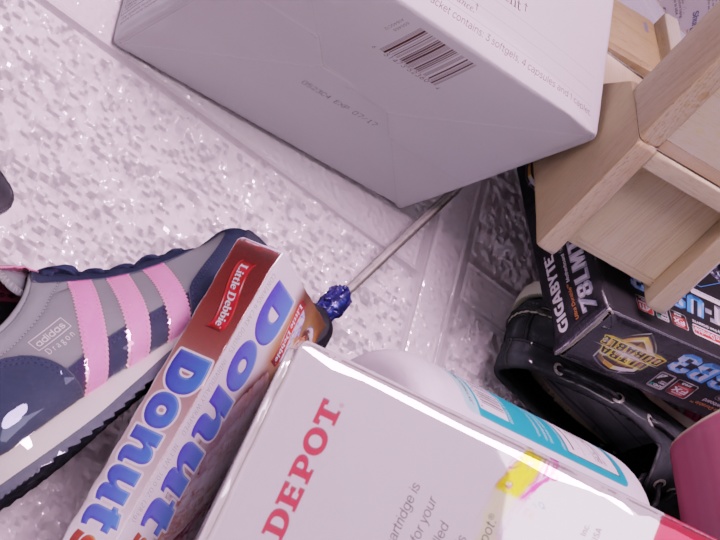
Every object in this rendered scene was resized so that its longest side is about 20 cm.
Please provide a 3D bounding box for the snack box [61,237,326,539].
[{"bbox_3d":[-0.078,0.088,0.628,0.201,0.024,0.072,-61,155,-17],"label":"snack box"}]

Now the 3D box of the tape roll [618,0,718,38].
[{"bbox_3d":[0.181,-0.182,0.987,0.200,0.066,0.201,15,67,-40],"label":"tape roll"}]

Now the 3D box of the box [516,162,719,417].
[{"bbox_3d":[0.180,-0.009,0.881,0.199,0.050,0.199,21,43,-28],"label":"box"}]

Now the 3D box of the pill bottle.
[{"bbox_3d":[0.064,0.121,0.752,0.200,0.111,0.111,28,59,-34],"label":"pill bottle"}]

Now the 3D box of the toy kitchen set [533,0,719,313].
[{"bbox_3d":[0.199,-0.094,0.791,0.163,0.181,0.201,27,39,-20],"label":"toy kitchen set"}]

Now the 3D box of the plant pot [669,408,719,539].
[{"bbox_3d":[0.239,0.146,0.751,0.199,0.200,0.180,3,62,-43],"label":"plant pot"}]

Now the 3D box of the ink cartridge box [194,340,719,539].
[{"bbox_3d":[0.030,0.136,0.608,0.199,0.086,0.148,27,79,-2],"label":"ink cartridge box"}]

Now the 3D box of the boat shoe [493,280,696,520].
[{"bbox_3d":[0.143,0.098,0.859,0.200,0.074,0.066,52,50,-17],"label":"boat shoe"}]

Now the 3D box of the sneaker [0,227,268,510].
[{"bbox_3d":[-0.112,0.017,0.650,0.082,0.070,0.200,48,40,0],"label":"sneaker"}]

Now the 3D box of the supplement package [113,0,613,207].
[{"bbox_3d":[0.015,-0.173,0.771,0.191,0.147,0.201,28,60,-34],"label":"supplement package"}]

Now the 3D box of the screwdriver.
[{"bbox_3d":[0.000,0.000,0.784,0.200,0.028,0.029,-47,138,-38],"label":"screwdriver"}]

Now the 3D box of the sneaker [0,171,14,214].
[{"bbox_3d":[-0.174,-0.077,0.618,0.114,0.075,0.200,47,56,-23],"label":"sneaker"}]

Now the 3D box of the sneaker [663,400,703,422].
[{"bbox_3d":[0.243,0.067,0.966,0.199,0.081,0.088,-4,53,-34],"label":"sneaker"}]
